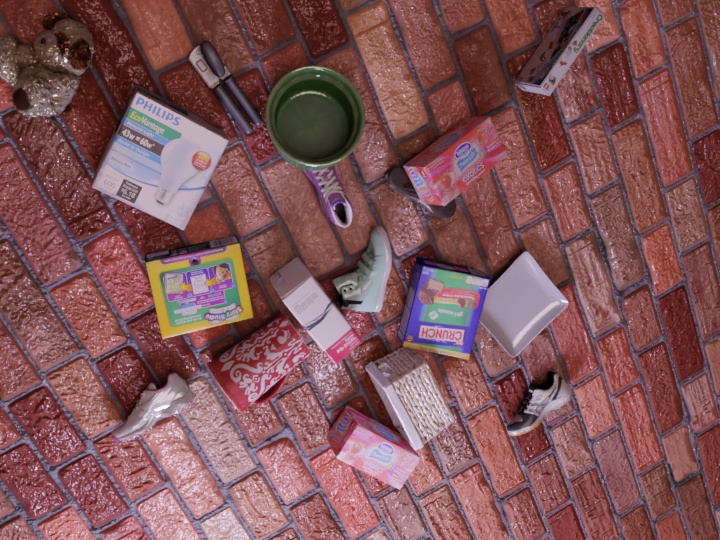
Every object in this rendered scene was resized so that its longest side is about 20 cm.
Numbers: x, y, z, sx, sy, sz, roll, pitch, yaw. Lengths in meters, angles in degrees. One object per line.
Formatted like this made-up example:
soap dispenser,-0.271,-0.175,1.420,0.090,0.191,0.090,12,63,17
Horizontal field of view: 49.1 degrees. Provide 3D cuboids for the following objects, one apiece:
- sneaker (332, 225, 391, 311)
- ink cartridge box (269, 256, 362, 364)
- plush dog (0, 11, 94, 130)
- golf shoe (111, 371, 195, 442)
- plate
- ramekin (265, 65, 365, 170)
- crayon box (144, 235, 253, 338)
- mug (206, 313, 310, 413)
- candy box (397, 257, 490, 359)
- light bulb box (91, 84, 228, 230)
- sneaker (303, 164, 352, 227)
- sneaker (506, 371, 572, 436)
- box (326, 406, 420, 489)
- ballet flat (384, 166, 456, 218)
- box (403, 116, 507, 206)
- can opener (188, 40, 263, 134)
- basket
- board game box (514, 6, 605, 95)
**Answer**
sneaker,0.000,0.000,1.755,0.117,0.074,0.203,-2,111,-24
ink cartridge box,-0.099,0.085,1.715,0.084,0.145,0.201,-38,115,-3
plush dog,-0.548,-0.373,1.429,0.172,0.200,0.160,-48,148,13
golf shoe,-0.462,0.297,1.721,0.199,0.075,0.092,-31,99,-8
plate,0.384,0.082,1.928,0.200,0.032,0.200,-45,115,1
ramekin,-0.094,-0.298,1.584,0.197,0.098,0.203,1,84,-8
crayon box,-0.340,0.035,1.672,0.197,0.058,0.175,-12,112,-13
mug,-0.218,0.201,1.749,0.199,0.178,0.134,-37,78,-7
candy box,0.191,0.089,1.833,0.167,0.077,0.203,11,105,-9
light bulb box,-0.389,-0.221,1.535,0.197,0.125,0.202,25,100,-23
sneaker,-0.064,-0.185,1.656,0.072,0.114,0.202,-28,112,-5
sneaker,0.443,0.338,2.019,0.199,0.076,0.088,-37,101,-8
box,0.031,0.423,1.884,0.199,0.103,0.095,32,96,-23
ballet flat,0.132,-0.174,1.763,0.198,0.046,0.068,24,80,-28
box,0.206,-0.239,1.710,0.199,0.094,0.103,-38,112,-17
can opener,-0.266,-0.360,1.564,0.052,0.066,0.201,-37,119,-4
basket,0.119,0.294,1.862,0.122,0.135,0.202,-30,114,-10
board game box,0.427,-0.476,1.706,0.034,0.126,0.201,32,96,-23
